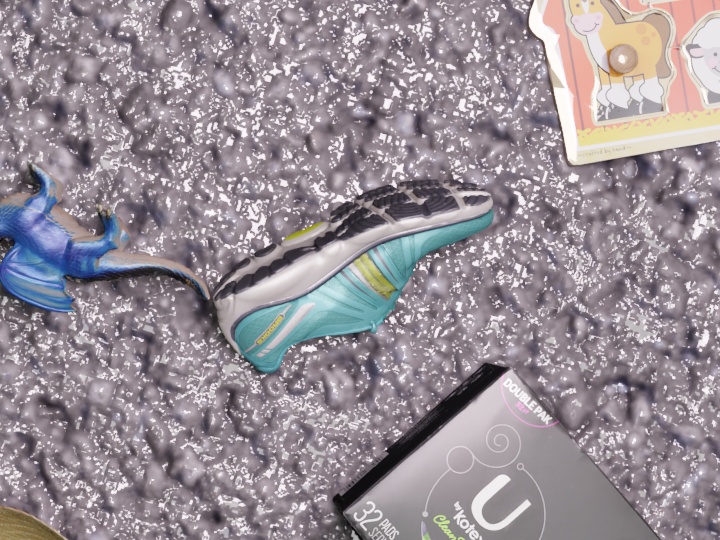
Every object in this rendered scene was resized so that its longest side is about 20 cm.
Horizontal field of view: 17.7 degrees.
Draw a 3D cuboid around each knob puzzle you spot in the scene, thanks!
[{"bbox_3d":[0.212,-0.184,1.573,0.220,0.030,0.220,0,89,-4],"label":"knob puzzle"}]

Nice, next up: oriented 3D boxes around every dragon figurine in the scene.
[{"bbox_3d":[-0.202,-0.004,1.523,0.200,0.059,0.099,31,87,-3],"label":"dragon figurine"}]

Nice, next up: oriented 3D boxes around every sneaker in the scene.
[{"bbox_3d":[0.000,0.000,1.545,0.200,0.078,0.080,-26,111,0],"label":"sneaker"}]

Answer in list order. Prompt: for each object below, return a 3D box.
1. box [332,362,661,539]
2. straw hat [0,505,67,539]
[{"bbox_3d":[0.101,0.182,1.515,0.149,0.124,0.200,-41,92,-3],"label":"box"},{"bbox_3d":[-0.178,0.225,1.508,0.085,0.201,0.201,-31,93,-45],"label":"straw hat"}]
